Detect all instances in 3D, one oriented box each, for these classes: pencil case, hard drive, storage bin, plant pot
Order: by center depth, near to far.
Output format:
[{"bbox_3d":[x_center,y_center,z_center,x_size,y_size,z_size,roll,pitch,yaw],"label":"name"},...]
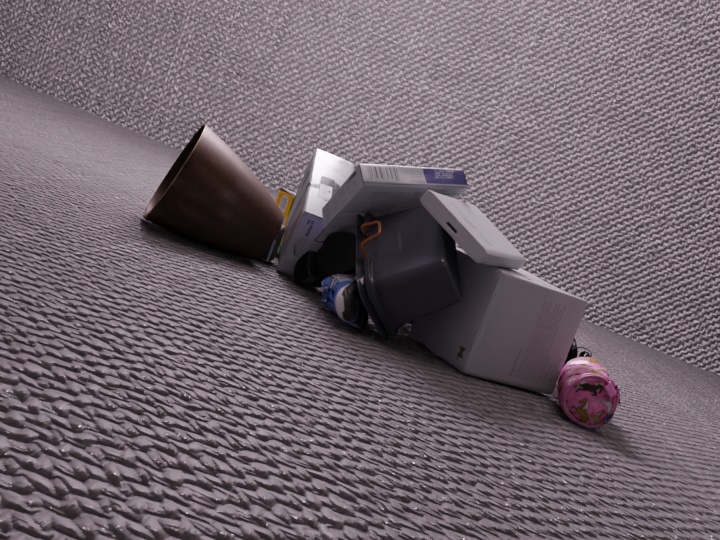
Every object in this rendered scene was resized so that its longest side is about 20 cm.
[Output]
[{"bbox_3d":[0.174,-0.059,1.407,0.132,0.026,0.199,49,17,19],"label":"hard drive"},{"bbox_3d":[0.073,-0.019,1.407,0.201,0.133,0.146,-91,158,-52],"label":"storage bin"},{"bbox_3d":[0.350,0.185,1.439,0.085,0.084,0.200,22,5,7],"label":"pencil case"},{"bbox_3d":[-0.235,-0.112,1.580,0.199,0.188,0.187,35,2,-18],"label":"plant pot"}]

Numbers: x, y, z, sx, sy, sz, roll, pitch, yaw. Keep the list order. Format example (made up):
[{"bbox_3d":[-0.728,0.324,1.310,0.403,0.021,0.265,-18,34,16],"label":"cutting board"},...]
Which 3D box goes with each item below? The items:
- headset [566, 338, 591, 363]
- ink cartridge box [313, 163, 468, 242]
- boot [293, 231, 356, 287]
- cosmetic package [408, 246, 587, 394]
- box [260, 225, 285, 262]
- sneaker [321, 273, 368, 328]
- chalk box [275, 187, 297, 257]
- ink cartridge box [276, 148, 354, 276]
[{"bbox_3d":[0.371,0.168,1.811,0.122,0.095,0.199,14,-6,-29],"label":"headset"},{"bbox_3d":[0.043,-0.106,1.512,0.197,0.041,0.200,-1,-25,-29],"label":"ink cartridge box"},{"bbox_3d":[0.000,0.000,1.577,0.172,0.070,0.199,16,-22,-34],"label":"boot"},{"bbox_3d":[0.220,0.078,1.490,0.198,0.168,0.167,16,8,-34],"label":"cosmetic package"},{"bbox_3d":[-0.240,-0.084,1.688,0.198,0.071,0.064,22,4,-1],"label":"box"},{"bbox_3d":[-0.025,0.046,1.425,0.076,0.077,0.200,2,3,5],"label":"sneaker"},{"bbox_3d":[-0.082,-0.069,1.883,0.198,0.125,0.124,21,5,-22],"label":"chalk box"},{"bbox_3d":[-0.080,-0.097,1.673,0.082,0.147,0.201,20,39,-11],"label":"ink cartridge box"}]
